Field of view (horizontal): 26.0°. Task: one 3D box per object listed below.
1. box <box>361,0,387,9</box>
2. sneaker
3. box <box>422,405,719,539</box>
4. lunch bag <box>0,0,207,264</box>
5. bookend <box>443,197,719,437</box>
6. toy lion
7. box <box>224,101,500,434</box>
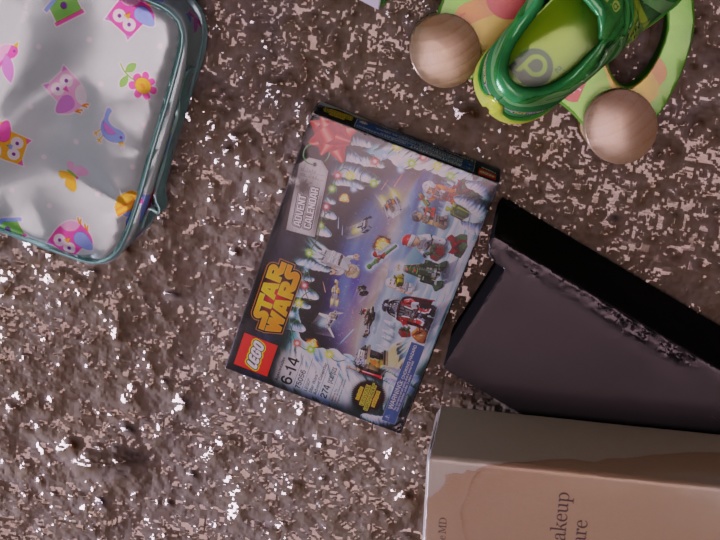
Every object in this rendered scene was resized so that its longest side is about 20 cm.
[{"bbox_3d":[-0.022,-0.287,0.899,0.176,0.097,0.201,29,138,10],"label":"box"},{"bbox_3d":[0.151,-0.166,0.940,0.074,0.084,0.200,41,93,-3],"label":"sneaker"},{"bbox_3d":[0.142,0.153,1.006,0.198,0.078,0.096,4,111,8],"label":"box"},{"bbox_3d":[-0.194,-0.110,1.055,0.159,0.077,0.201,19,109,-2],"label":"lunch bag"},{"bbox_3d":[0.130,0.092,1.078,0.198,0.092,0.201,29,110,-2],"label":"bookend"},{"bbox_3d":[0.127,-0.192,1.006,0.199,0.069,0.193,23,102,-2],"label":"toy lion"},{"bbox_3d":[0.000,0.000,1.089,0.136,0.040,0.201,20,110,1],"label":"box"}]
